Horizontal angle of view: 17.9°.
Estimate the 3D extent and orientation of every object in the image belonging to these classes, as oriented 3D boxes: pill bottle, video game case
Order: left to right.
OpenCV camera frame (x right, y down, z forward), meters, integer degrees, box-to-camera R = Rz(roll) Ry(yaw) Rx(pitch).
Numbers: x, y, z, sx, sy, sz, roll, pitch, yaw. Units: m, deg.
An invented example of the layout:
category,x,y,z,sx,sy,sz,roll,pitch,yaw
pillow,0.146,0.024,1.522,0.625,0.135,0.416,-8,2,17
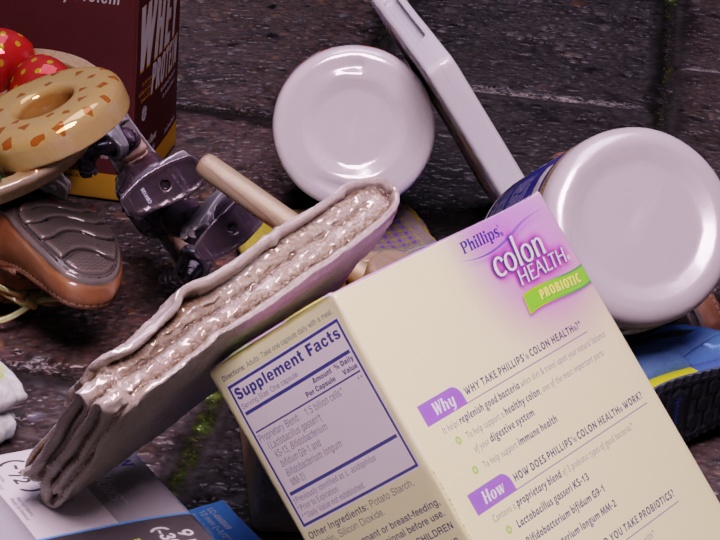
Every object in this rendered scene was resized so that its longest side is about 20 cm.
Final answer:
category,x,y,z,sx,sy,sz,roll,pitch,yaw
pill bottle,-0.006,-0.104,1.621,0.111,0.112,0.200,4,6,-1
video game case,0.076,-0.094,1.564,0.023,0.200,0.182,-33,28,2
pill bottle,0.136,-0.012,1.375,0.116,0.116,0.200,-2,-8,-14

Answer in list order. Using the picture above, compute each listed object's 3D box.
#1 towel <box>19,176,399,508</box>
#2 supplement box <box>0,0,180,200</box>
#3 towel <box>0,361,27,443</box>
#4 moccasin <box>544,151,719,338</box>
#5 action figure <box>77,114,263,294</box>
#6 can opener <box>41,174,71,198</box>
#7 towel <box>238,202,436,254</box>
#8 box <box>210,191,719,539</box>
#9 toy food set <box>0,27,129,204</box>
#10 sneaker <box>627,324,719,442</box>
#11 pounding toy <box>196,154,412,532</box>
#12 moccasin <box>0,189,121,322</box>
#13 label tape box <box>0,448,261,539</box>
category,x,y,z,sx,sy,sz,roll,pitch,yaw
towel,-0.074,0.033,1.102,0.200,0.133,0.034,-35,82,-35
supplement box,-0.240,-0.177,1.670,0.197,0.200,0.133,7,24,8
towel,-0.312,0.066,1.286,0.200,0.048,0.171,-14,29,-36
moccasin,0.190,-0.012,1.517,0.078,0.074,0.201,-4,29,-22
action figure,-0.129,-0.044,1.457,0.069,0.130,0.200,-45,14,-11
can opener,-0.292,-0.097,1.617,0.200,0.053,0.067,16,65,6
towel,0.000,0.000,1.527,0.143,0.023,0.200,-2,24,-16
box,0.057,0.089,1.094,0.097,0.200,0.176,-32,-4,41
toy food set,-0.253,-0.095,1.435,0.198,0.049,0.200,-21,35,-16
sneaker,0.220,0.054,1.376,0.200,0.066,0.078,-10,34,-26
pounding toy,0.000,0.038,1.286,0.184,0.142,0.200,2,24,-8
moccasin,-0.212,-0.008,1.435,0.074,0.078,0.201,2,14,-39
label tape box,-0.125,0.141,1.124,0.200,0.066,0.143,-11,27,-28
